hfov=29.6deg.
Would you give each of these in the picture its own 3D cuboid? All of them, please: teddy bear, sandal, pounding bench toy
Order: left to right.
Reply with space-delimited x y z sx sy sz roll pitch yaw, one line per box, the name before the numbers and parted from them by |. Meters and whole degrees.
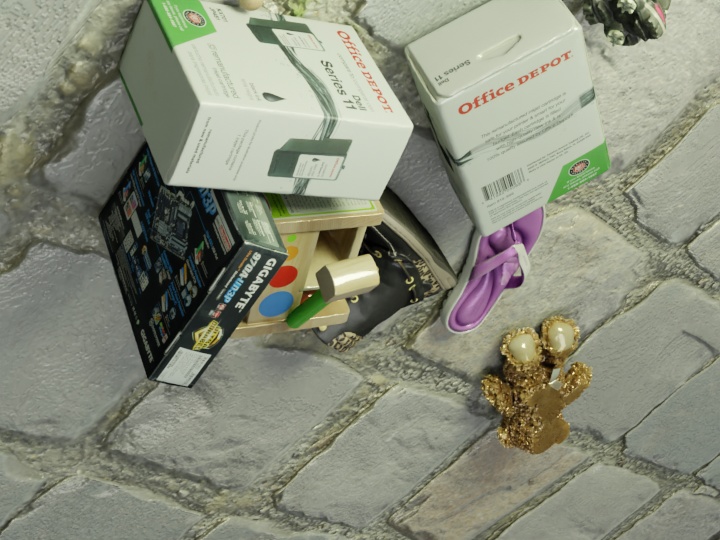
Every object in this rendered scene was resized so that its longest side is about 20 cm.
pounding bench toy | -0.060 -0.005 1.211 0.123 0.201 0.157 -6 137 -25
sandal | 0.151 0.001 1.468 0.081 0.050 0.204 -3 136 -28
teddy bear | 0.212 0.133 1.656 0.144 0.067 0.201 -34 136 -8

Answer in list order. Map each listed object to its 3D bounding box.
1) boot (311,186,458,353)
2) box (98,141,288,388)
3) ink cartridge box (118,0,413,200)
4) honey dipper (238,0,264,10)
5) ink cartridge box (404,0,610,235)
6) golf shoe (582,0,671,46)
boot | 0.000 0.000 1.363 0.150 0.074 0.200 -35 147 9
box | -0.145 -0.030 1.132 0.046 0.201 0.159 15 125 -38
ink cartridge box | -0.076 -0.138 1.098 0.198 0.147 0.084 2 133 -34
honey dipper | -0.055 -0.280 1.037 0.038 0.038 0.201 -2 136 -29
ink cartridge box | 0.138 -0.147 1.252 0.145 0.084 0.201 -27 142 -1
golf shoe | 0.206 -0.286 1.171 0.200 0.077 0.089 49 58 -36
